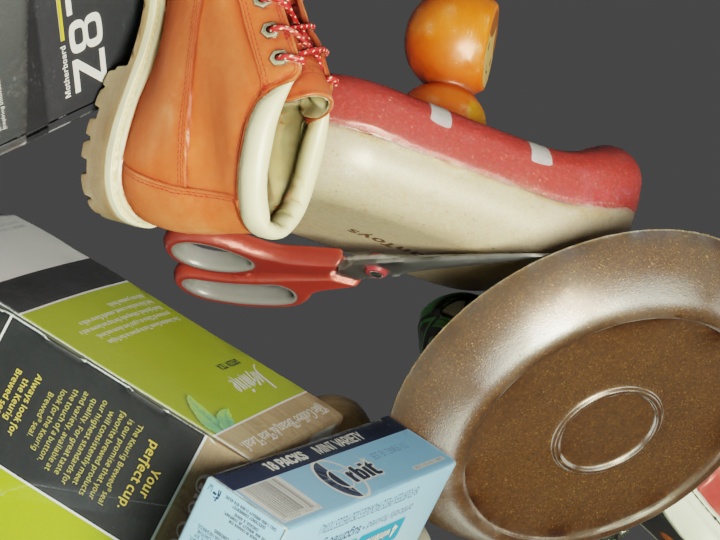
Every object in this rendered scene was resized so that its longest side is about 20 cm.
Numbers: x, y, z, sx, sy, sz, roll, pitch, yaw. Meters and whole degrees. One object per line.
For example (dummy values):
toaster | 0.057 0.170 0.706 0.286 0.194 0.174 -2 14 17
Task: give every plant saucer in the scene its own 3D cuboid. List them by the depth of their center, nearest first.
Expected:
plant saucer | 0.110 0.065 1.335 0.200 0.032 0.201 -14 136 -13

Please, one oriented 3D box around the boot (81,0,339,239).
boot | -0.044 -0.109 1.248 0.075 0.107 0.201 14 89 -52

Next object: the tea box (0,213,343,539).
tea box | -0.149 0.110 1.297 0.196 0.134 0.200 32 104 12

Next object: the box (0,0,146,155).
box | -0.136 -0.166 1.235 0.161 0.049 0.201 -28 123 -43

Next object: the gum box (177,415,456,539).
gum box | -0.049 0.169 1.250 0.044 0.170 0.200 33 108 19

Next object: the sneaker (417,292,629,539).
sneaker | 0.080 0.084 1.425 0.078 0.085 0.200 -21 136 -3

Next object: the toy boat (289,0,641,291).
toy boat | 0.039 -0.069 1.344 0.199 0.130 0.131 19 77 -22

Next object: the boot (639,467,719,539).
boot | 0.194 0.075 1.472 0.200 0.072 0.144 45 78 -17

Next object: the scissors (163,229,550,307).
scissors | 0.000 0.000 1.335 0.199 0.014 0.073 2 152 20

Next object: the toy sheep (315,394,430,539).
toy sheep | -0.025 0.155 1.402 0.137 0.138 0.201 0 108 -16
